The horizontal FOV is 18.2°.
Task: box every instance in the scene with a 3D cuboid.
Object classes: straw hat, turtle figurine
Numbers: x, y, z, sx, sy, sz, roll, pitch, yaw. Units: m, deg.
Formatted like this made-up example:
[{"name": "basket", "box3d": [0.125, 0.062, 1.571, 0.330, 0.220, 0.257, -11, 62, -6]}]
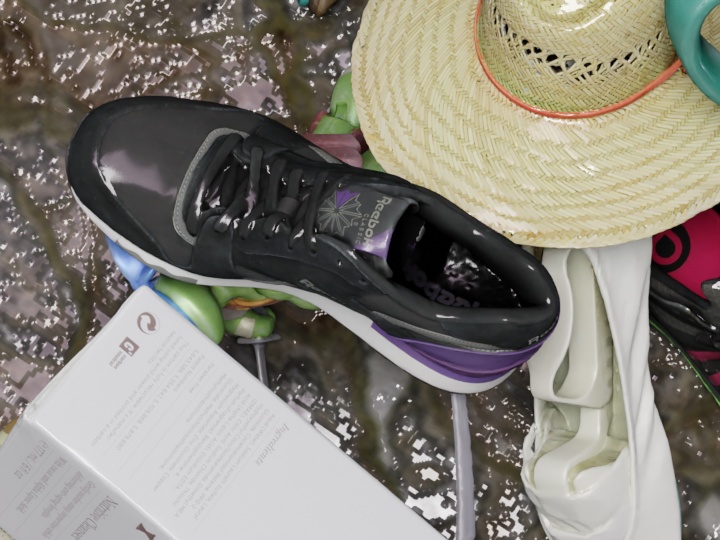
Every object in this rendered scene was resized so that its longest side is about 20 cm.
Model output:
[{"name": "straw hat", "box3d": [0.092, -0.111, 0.912, 0.200, 0.085, 0.202, 0, 55, -1]}, {"name": "turtle figurine", "box3d": [0.000, 0.000, 0.981, 0.200, 0.144, 0.194, 41, 67, -2]}]

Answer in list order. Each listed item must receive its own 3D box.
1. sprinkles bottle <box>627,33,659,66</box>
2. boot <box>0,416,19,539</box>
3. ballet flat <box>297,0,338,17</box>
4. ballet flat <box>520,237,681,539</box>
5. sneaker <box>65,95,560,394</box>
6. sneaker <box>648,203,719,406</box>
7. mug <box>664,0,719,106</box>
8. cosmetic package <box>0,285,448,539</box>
[{"name": "sprinkles bottle", "box3d": [0.191, -0.064, 0.977, 0.068, 0.068, 0.200, -39, 64, -4]}, {"name": "boot", "box3d": [-0.150, 0.185, 0.977, 0.154, 0.072, 0.200, -36, 75, -3]}, {"name": "ballet flat", "box3d": [0.010, -0.214, 1.053, 0.072, 0.068, 0.201, 5, 75, -14]}, {"name": "ballet flat", "box3d": [0.093, 0.060, 0.957, 0.069, 0.069, 0.201, -4, 100, 3]}, {"name": "sneaker", "box3d": [-0.014, -0.023, 0.861, 0.199, 0.088, 0.076, 23, 74, -5]}, {"name": "sneaker", "box3d": [0.175, 0.025, 0.977, 0.200, 0.084, 0.077, 38, 85, 10]}, {"name": "mug", "box3d": [0.222, -0.094, 0.884, 0.184, 0.115, 0.152, 21, 48, 15]}, {"name": "cosmetic package", "box3d": [-0.048, 0.112, 0.905, 0.200, 0.113, 0.081, 41, 59, -1]}]
